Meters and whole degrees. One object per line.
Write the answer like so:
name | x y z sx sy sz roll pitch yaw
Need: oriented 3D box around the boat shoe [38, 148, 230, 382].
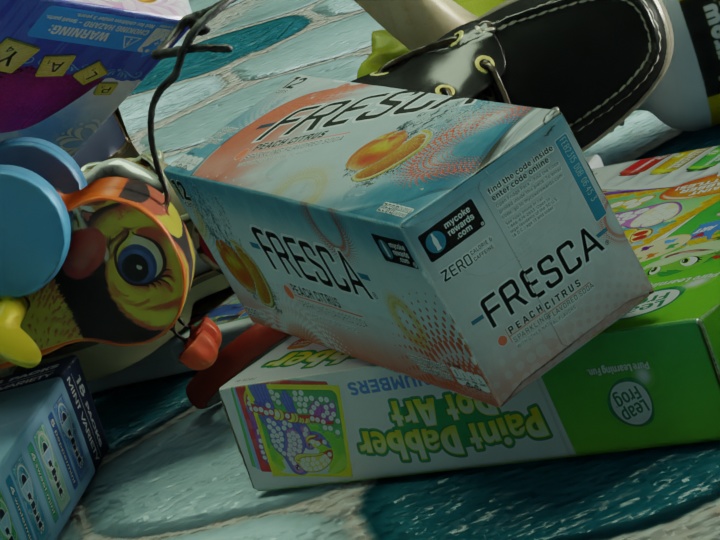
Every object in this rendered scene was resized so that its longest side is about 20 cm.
boat shoe | -0.092 -0.016 1.212 0.074 0.069 0.200 -16 13 18

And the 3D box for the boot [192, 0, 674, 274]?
boot | 0.027 -0.055 1.145 0.199 0.074 0.151 -21 5 14

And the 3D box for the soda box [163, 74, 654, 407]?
soda box | 0.010 -0.014 0.920 0.063 0.069 0.200 -36 20 -17

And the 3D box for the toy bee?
toy bee | -0.105 0.003 1.035 0.199 0.109 0.131 -28 11 31

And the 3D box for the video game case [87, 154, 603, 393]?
video game case | -0.008 0.002 1.206 0.199 0.018 0.143 -13 15 29

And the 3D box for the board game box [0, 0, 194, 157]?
board game box | -0.196 -0.060 1.056 0.199 0.041 0.199 5 -36 -40

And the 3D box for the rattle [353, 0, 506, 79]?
rattle | -0.031 -0.118 1.252 0.143 0.131 0.200 -33 -32 27

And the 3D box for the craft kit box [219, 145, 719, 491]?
craft kit box | 0.085 0.009 0.978 0.199 0.049 0.197 -10 18 39

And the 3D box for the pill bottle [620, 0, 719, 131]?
pill bottle | 0.172 -0.129 1.262 0.199 0.113 0.112 -20 12 3

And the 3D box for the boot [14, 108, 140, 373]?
boot | -0.170 -0.002 1.286 0.199 0.097 0.075 -27 14 -31

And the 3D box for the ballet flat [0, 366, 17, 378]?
ballet flat | -0.217 0.060 1.182 0.199 0.063 0.068 -8 34 24

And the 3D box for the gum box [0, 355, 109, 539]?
gum box | -0.190 0.099 1.010 0.169 0.045 0.200 -17 13 10

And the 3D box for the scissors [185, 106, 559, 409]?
scissors | 0.000 0.000 1.044 0.073 0.014 0.200 -26 -9 -39
